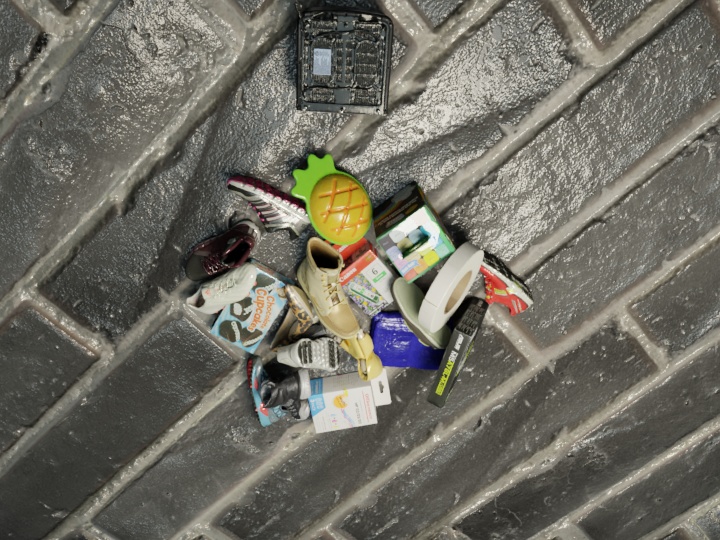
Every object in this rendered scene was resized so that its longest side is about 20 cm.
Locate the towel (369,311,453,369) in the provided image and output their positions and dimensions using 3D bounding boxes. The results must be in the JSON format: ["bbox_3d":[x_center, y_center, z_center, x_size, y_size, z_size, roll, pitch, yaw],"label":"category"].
[{"bbox_3d":[0.117,0.172,1.479,0.195,0.050,0.151,5,115,-5],"label":"towel"}]

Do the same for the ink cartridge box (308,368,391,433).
[{"bbox_3d":[-0.024,0.320,1.533,0.195,0.068,0.117,-10,117,2],"label":"ink cartridge box"}]

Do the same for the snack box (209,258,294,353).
[{"bbox_3d":[-0.247,0.084,1.423,0.115,0.037,0.202,28,111,-16],"label":"snack box"}]

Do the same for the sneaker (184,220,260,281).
[{"bbox_3d":[-0.304,-0.026,1.323,0.198,0.116,0.076,-34,113,13],"label":"sneaker"}]

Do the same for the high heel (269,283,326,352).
[{"bbox_3d":[-0.172,0.115,1.402,0.140,0.072,0.201,-24,137,4],"label":"high heel"}]

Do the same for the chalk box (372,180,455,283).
[{"bbox_3d":[0.108,-0.072,1.276,0.124,0.201,0.125,-33,114,13],"label":"chalk box"}]

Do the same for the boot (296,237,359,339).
[{"bbox_3d":[-0.059,0.039,1.312,0.072,0.156,0.202,-28,75,-24],"label":"boot"}]

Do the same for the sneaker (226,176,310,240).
[{"bbox_3d":[-0.195,-0.126,1.304,0.197,0.074,0.089,24,107,-19],"label":"sneaker"}]

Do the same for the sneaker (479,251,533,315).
[{"bbox_3d":[0.309,0.036,1.411,0.199,0.078,0.085,40,113,-19],"label":"sneaker"}]

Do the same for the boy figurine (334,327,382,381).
[{"bbox_3d":[-0.019,0.165,1.439,0.064,0.123,0.202,-39,105,-31],"label":"boy figurine"}]

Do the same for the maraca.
[{"bbox_3d":[-0.057,-0.145,1.283,0.137,0.107,0.201,-46,108,-15],"label":"maraca"}]

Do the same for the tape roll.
[{"bbox_3d":[0.190,0.036,1.303,0.037,0.202,0.206,32,114,19],"label":"tape roll"}]

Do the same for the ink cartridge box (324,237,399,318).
[{"bbox_3d":[0.000,0.000,1.388,0.108,0.051,0.200,-37,113,13],"label":"ink cartridge box"}]

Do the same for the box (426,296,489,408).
[{"bbox_3d":[0.223,0.183,1.411,0.047,0.200,0.196,26,115,14],"label":"box"}]

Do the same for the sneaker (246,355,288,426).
[{"bbox_3d":[-0.221,0.281,1.512,0.093,0.080,0.204,-15,123,-12],"label":"sneaker"}]

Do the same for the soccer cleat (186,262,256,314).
[{"bbox_3d":[-0.300,0.042,1.349,0.198,0.071,0.077,-32,151,34],"label":"soccer cleat"}]

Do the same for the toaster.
[{"bbox_3d":[-0.034,-0.397,1.155,0.176,0.119,0.204,1,117,-4],"label":"toaster"}]

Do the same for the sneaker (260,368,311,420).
[{"bbox_3d":[-0.176,0.293,1.443,0.111,0.077,0.202,-5,145,-12],"label":"sneaker"}]

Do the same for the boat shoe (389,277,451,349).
[{"bbox_3d":[0.123,0.100,1.388,0.202,0.072,0.060,51,149,-19],"label":"boat shoe"}]

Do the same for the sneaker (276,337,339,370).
[{"bbox_3d":[-0.115,0.193,1.432,0.080,0.077,0.199,-11,163,29],"label":"sneaker"}]
